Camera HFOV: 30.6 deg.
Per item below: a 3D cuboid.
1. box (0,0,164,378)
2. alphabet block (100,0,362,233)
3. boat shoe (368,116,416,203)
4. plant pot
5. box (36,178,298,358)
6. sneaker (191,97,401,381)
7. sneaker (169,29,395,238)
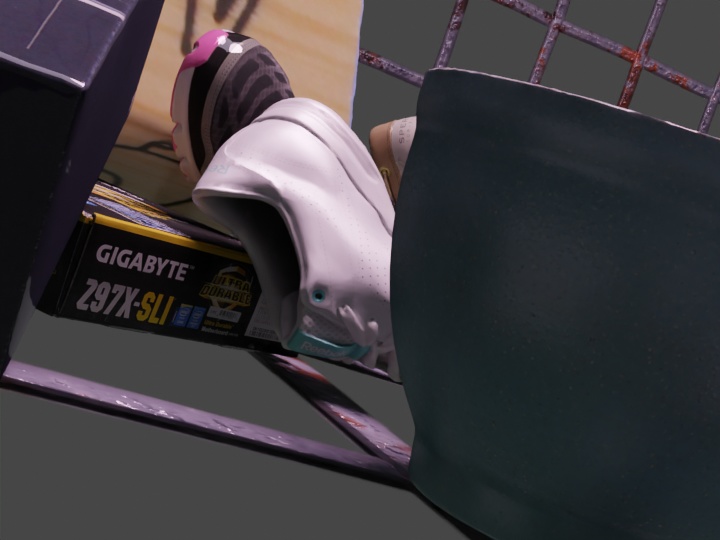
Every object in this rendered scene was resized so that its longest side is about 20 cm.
[{"bbox_3d":[-0.164,-0.086,0.424,0.182,0.104,0.200,20,30,-9],"label":"box"},{"bbox_3d":[-0.134,-0.143,0.825,0.200,0.197,0.195,17,-22,-36],"label":"alphabet block"},{"bbox_3d":[0.050,-0.024,0.928,0.066,0.200,0.074,2,36,19],"label":"boat shoe"},{"bbox_3d":[0.092,0.029,0.446,0.200,0.134,0.200,21,3,-1],"label":"plant pot"},{"bbox_3d":[-0.141,-0.019,0.631,0.200,0.049,0.160,23,6,36],"label":"box"},{"bbox_3d":[0.005,0.020,0.585,0.200,0.075,0.088,45,45,0],"label":"sneaker"},{"bbox_3d":[-0.028,-0.037,0.678,0.087,0.074,0.200,14,-39,35],"label":"sneaker"}]
